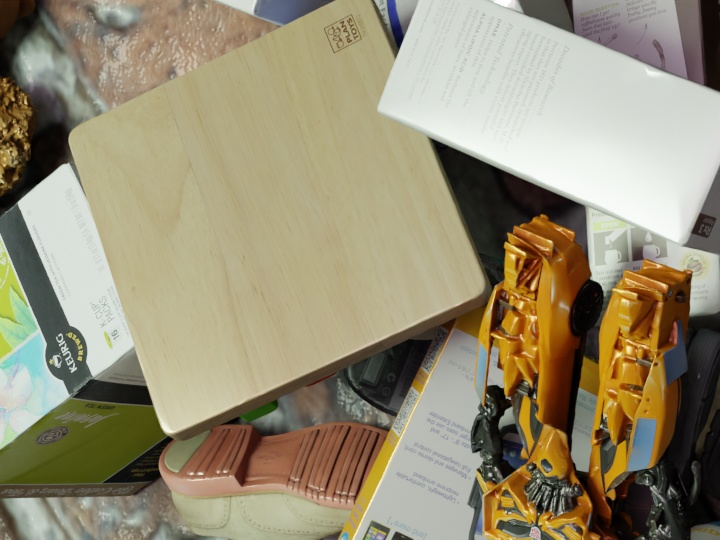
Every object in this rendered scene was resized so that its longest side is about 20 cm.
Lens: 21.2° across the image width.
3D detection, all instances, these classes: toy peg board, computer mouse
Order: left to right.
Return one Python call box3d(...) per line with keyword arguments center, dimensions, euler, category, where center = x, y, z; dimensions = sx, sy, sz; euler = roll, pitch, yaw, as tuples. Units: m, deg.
box3d(center=(-0.039, -0.022, 1.123), dimensions=(0.198, 0.098, 0.201), euler=(-25, 69, 9), category="toy peg board")
box3d(center=(0.075, 0.103, 1.193), dimensions=(0.199, 0.046, 0.141), euler=(15, 86, 21), category="computer mouse")

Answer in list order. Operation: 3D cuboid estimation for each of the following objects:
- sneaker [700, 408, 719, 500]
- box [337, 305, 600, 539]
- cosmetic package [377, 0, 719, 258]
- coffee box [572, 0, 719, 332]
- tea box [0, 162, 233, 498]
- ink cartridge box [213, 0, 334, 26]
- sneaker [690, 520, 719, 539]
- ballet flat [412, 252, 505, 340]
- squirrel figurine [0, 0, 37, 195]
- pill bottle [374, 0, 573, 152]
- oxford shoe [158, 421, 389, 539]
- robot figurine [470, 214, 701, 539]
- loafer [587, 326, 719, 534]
box3d(center=(0.268, 0.064, 1.064), dimensions=(0.091, 0.076, 0.200), euler=(46, 113, 16), category="sneaker")
box3d(center=(0.067, 0.128, 1.118), dimensions=(0.118, 0.041, 0.201), euler=(26, 93, -10), category="box")
box3d(center=(0.123, -0.077, 1.010), dimensions=(0.199, 0.113, 0.082), euler=(25, 98, 30), category="cosmetic package")
box3d(center=(0.184, -0.067, 1.102), dimensions=(0.079, 0.114, 0.202), euler=(-8, 82, 31), category="coffee box")
box3d(center=(-0.170, 0.047, 1.259), dimensions=(0.196, 0.200, 0.134), euler=(-37, 68, 22), category="tea box")
box3d(center=(-0.103, -0.219, 1.295), dimensions=(0.199, 0.115, 0.068), euler=(25, 98, 32), category="ink cartridge box")
box3d(center=(0.200, 0.240, 1.086), dimensions=(0.076, 0.081, 0.202), euler=(10, 109, 30), category="sneaker")
box3d(center=(0.000, 0.000, 1.173), dimensions=(0.199, 0.072, 0.073), euler=(19, 95, 21), category="ballet flat")
box3d(center=(-0.307, -0.132, 1.423), dimensions=(0.187, 0.141, 0.200), euler=(-45, 78, 9), category="squirrel figurine")
box3d(center=(0.030, -0.127, 1.206), dimensions=(0.199, 0.112, 0.113), euler=(-26, 72, 26), category="pill bottle")
box3d(center=(-0.031, 0.146, 1.253), dimensions=(0.199, 0.071, 0.074), euler=(4, 127, 23), category="oxford shoe")
box3d(center=(0.113, 0.080, 1.022), dimensions=(0.144, 0.058, 0.201), euler=(22, 120, 35), category="robot figurine")
box3d(center=(0.156, 0.107, 1.088), dimensions=(0.063, 0.072, 0.201), euler=(19, 129, 15), category="loafer")
